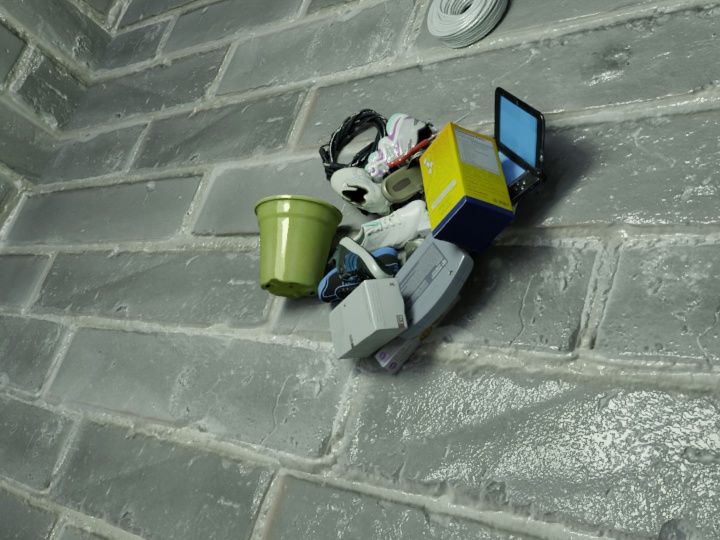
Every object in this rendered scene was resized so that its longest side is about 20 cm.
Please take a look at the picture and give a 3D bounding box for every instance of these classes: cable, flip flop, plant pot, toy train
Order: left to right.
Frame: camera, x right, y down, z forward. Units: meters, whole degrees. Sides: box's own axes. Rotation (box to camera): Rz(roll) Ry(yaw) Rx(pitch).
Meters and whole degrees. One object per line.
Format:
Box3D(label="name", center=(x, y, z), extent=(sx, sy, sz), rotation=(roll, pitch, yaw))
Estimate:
Box3D(label="plant pot", center=(-0.147, -0.043, 1.850), extent=(0.200, 0.200, 0.185), rotation=(-9, 67, 39))
Box3D(label="cable", center=(-0.016, -0.297, 1.994), extent=(0.199, 0.051, 0.164), rotation=(-29, 46, 25))
Box3D(label="toy train", center=(0.066, -0.148, 1.814), extent=(0.199, 0.046, 0.034), rotation=(-2, 61, 43))
Box3D(label="flip flop", center=(0.126, -0.212, 1.739), extent=(0.200, 0.058, 0.081), rotation=(-35, 78, -22))
Box3D(label="cable", center=(0.248, -0.613, 1.957), extent=(0.200, 0.069, 0.201), rotation=(-34, 44, 22))

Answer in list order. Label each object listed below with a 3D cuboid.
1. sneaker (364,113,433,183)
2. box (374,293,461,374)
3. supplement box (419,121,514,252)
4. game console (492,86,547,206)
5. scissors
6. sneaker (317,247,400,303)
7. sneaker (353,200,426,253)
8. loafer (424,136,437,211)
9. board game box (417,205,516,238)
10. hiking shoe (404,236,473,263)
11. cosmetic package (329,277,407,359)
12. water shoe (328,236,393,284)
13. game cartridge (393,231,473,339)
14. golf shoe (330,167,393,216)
Box3D(label="sneaker", center=(0.095, -0.241, 1.832), extent=(0.139, 0.078, 0.201), rotation=(21, 90, 39))
Box3D(label="box", center=(0.110, 0.107, 1.597), extent=(0.200, 0.041, 0.039), rotation=(-49, 41, 4))
Box3D(label="supplement box", center=(0.189, -0.151, 1.525), extent=(0.110, 0.108, 0.201), rotation=(-49, 34, 42))
Box3D(label="game console", center=(0.256, -0.225, 1.576), extent=(0.170, 0.118, 0.200), rotation=(-38, 32, 3))
Box3D(label="scissors", center=(0.143, -0.276, 1.765), extent=(0.200, 0.014, 0.073), rotation=(-36, 8, -2))
Box3D(label="sneaker", center=(-0.006, 0.026, 1.740), extent=(0.199, 0.070, 0.078), rotation=(-30, 38, 23))
Box3D(label="sneaker", center=(0.049, -0.084, 1.740), extent=(0.200, 0.088, 0.075), rotation=(-38, 42, 25))
Box3D(label="loafer", center=(0.153, -0.191, 1.676), extent=(0.072, 0.063, 0.201), rotation=(-54, 10, 51))
Box3D(label="board game box", center=(0.217, -0.134, 1.650), extent=(0.199, 0.034, 0.135), rotation=(-12, 43, 38))
Box3D(label="hiking shoe", center=(0.169, -0.021, 1.621), extent=(0.199, 0.076, 0.101), rotation=(-14, 66, 44))
Box3D(label="cosmetic package", center=(0.011, 0.094, 1.591), extent=(0.200, 0.074, 0.102), rotation=(132, 130, -60))
Box3D(label="water shoe", center=(0.000, 0.000, 1.663), extent=(0.079, 0.071, 0.200), rotation=(-53, 28, 3))
Box3D(label="game cartridge", center=(0.122, 0.025, 1.561), extent=(0.200, 0.041, 0.133), rotation=(-52, 36, 19))
Box3D(label="golf shoe", center=(-0.014, -0.177, 1.798), extent=(0.200, 0.097, 0.079), rotation=(27, 108, 45))
